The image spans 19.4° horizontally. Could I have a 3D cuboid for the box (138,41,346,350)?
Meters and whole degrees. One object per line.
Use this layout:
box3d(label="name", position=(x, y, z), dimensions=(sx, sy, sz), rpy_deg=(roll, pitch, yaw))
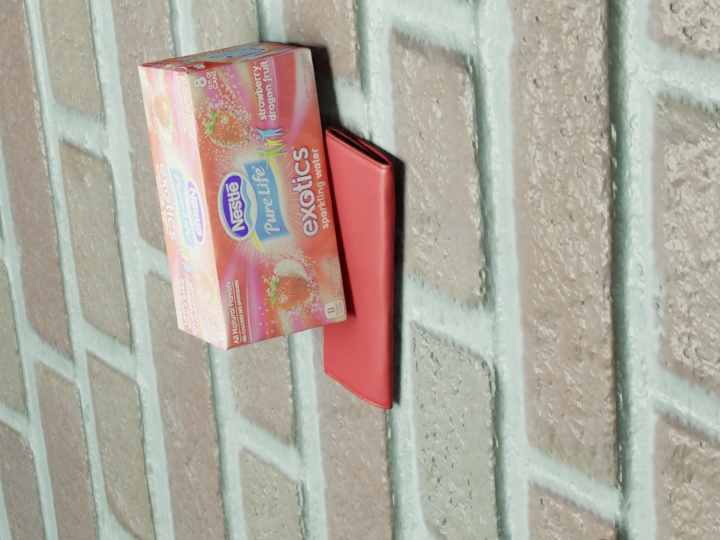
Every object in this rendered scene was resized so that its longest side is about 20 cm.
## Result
box3d(label="box", position=(-0.085, -0.056, 1.512), dimensions=(0.095, 0.102, 0.202), rpy_deg=(18, 118, 62))

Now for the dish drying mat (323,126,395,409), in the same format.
box3d(label="dish drying mat", position=(0.000, 0.000, 1.514), dimensions=(0.077, 0.018, 0.201), rpy_deg=(34, 133, 45))
